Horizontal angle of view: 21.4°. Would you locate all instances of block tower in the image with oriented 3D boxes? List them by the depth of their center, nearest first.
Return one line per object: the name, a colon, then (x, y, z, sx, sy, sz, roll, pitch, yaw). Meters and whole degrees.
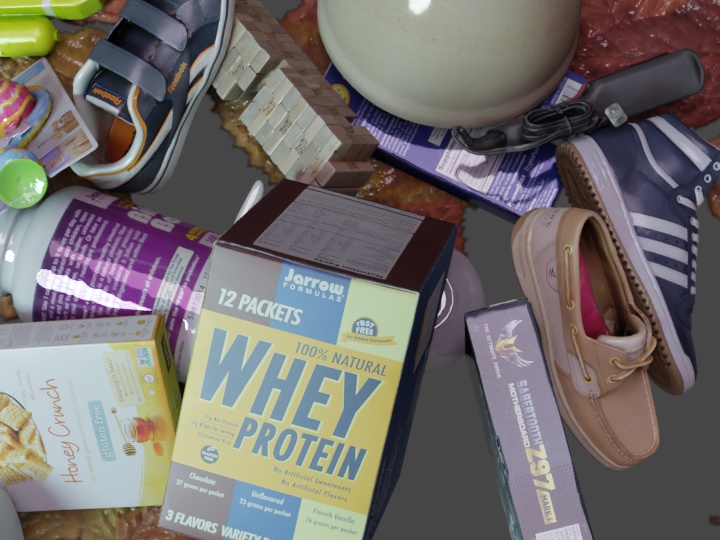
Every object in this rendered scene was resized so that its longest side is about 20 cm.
block tower: (-0.066, -0.137, 1.412, 0.054, 0.058, 0.200, -49, 67, 24)

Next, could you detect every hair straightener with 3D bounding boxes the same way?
hair straightener: (0.160, -0.120, 1.371, 0.199, 0.077, 0.041, -15, 96, -16)

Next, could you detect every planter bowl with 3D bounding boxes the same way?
planter bowl: (0.071, -0.223, 1.378, 0.198, 0.135, 0.202, 2, 61, -4)

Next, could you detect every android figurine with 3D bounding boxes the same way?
android figurine: (-0.263, -0.255, 1.480, 0.198, 0.041, 0.184, -3, 77, 3)

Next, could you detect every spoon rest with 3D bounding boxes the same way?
spoon rest: (0.000, 0.000, 1.408, 0.199, 0.061, 0.100, 29, 81, -5)

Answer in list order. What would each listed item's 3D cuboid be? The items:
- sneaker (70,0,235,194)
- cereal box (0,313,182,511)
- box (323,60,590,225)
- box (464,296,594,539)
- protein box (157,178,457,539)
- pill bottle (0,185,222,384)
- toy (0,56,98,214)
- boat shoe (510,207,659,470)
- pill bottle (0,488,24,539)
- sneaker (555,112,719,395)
sneaker: (-0.154, -0.150, 1.393, 0.078, 0.079, 0.201, 26, 104, 32)
cereal box: (-0.225, 0.104, 1.346, 0.198, 0.145, 0.040, -5, 32, 8)
box: (0.072, -0.123, 1.436, 0.199, 0.032, 0.122, 26, 80, 7)
box: (0.117, 0.132, 1.313, 0.051, 0.158, 0.202, -13, 76, 0)
protein box: (-0.030, 0.066, 1.281, 0.134, 0.200, 0.200, 14, 106, 7)
pill bottle: (-0.181, 0.004, 1.381, 0.199, 0.112, 0.113, 19, 79, 6)
toy: (-0.265, -0.104, 1.377, 0.115, 0.047, 0.200, -35, 34, -3)
boat shoe: (0.170, 0.049, 1.339, 0.074, 0.069, 0.201, -34, 106, -38)
pill bottle: (-0.341, 0.214, 1.336, 0.198, 0.113, 0.114, -12, 77, 6)
sneaker: (0.228, -0.018, 1.386, 0.108, 0.070, 0.201, -22, 87, -16)
